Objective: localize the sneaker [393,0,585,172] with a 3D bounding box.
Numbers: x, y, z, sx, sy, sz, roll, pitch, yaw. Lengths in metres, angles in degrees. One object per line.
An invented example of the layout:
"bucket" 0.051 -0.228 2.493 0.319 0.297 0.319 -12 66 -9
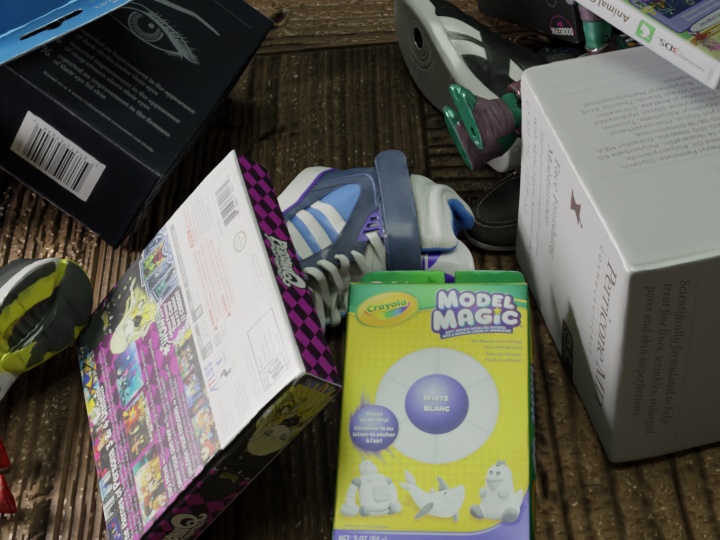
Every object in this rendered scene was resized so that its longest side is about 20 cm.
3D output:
"sneaker" 0.113 -0.162 1.124 0.111 0.073 0.201 -19 53 -18

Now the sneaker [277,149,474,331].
"sneaker" 0.000 0.000 0.954 0.145 0.081 0.201 10 40 21

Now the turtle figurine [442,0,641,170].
"turtle figurine" 0.157 -0.140 0.981 0.199 0.150 0.101 -27 64 -7

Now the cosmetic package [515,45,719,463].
"cosmetic package" 0.203 -0.020 0.891 0.163 0.166 0.201 -11 43 -7

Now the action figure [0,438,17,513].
"action figure" -0.318 0.129 0.849 0.198 0.100 0.066 -18 44 -8

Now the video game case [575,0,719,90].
"video game case" 0.215 -0.204 0.934 0.182 0.022 0.199 39 48 24

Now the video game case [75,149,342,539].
"video game case" -0.101 0.054 0.864 0.181 0.036 0.201 -47 40 22

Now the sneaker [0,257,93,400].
"sneaker" -0.267 0.062 0.941 0.199 0.075 0.084 -36 23 -18

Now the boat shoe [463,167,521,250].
"boat shoe" 0.167 -0.069 1.025 0.198 0.057 0.067 -15 44 -9

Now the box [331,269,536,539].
"box" 0.047 0.081 0.858 0.116 0.049 0.202 -1 57 6

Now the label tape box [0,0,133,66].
"label tape box" -0.251 -0.220 0.986 0.143 0.067 0.200 -30 40 -17

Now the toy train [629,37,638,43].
"toy train" 0.280 -0.151 1.098 0.198 0.056 0.151 6 45 12

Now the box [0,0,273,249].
"box" -0.179 -0.145 1.066 0.147 0.104 0.201 36 48 -6

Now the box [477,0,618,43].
"box" 0.171 -0.280 1.133 0.123 0.150 0.200 -18 21 -13
